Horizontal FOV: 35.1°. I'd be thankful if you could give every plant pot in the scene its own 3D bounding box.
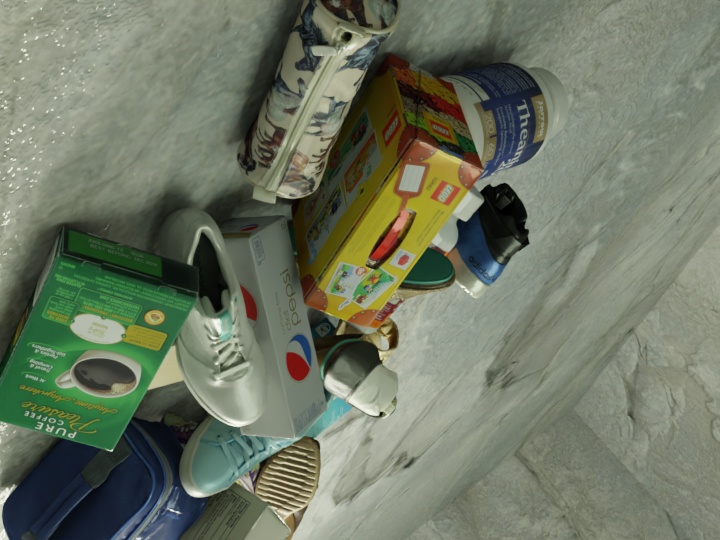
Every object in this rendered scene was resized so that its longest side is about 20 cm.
[{"bbox_3d":[-0.090,0.103,1.260,0.197,0.028,0.200,-12,-178,0],"label":"plant pot"}]

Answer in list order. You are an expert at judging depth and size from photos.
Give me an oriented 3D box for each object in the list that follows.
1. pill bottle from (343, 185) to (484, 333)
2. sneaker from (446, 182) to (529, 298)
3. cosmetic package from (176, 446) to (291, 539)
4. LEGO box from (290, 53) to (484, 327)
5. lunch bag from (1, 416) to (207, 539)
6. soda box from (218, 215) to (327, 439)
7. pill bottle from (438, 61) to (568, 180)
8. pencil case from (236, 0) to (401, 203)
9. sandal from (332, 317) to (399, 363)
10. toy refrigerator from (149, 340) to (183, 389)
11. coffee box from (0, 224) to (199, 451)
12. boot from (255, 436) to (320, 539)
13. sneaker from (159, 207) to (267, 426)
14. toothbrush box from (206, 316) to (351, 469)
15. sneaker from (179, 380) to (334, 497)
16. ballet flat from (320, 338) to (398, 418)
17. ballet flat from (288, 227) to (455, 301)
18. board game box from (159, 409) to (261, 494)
[{"bbox_3d":[0.039,-0.036,1.273,0.200,0.110,0.109,-47,160,13],"label":"pill bottle"},{"bbox_3d":[0.140,-0.060,1.334,0.111,0.076,0.201,-46,-156,15],"label":"sneaker"},{"bbox_3d":[-0.189,0.270,1.277,0.104,0.198,0.088,-52,148,-16],"label":"cosmetic package"},{"bbox_3d":[0.017,-0.075,1.070,0.076,0.150,0.201,20,124,-25],"label":"LEGO box"},{"bbox_3d":[-0.277,0.247,1.191,0.200,0.136,0.132,-47,150,4],"label":"lunch bag"},{"bbox_3d":[-0.092,0.053,1.074,0.064,0.067,0.203,-34,118,-53],"label":"soda box"},{"bbox_3d":[0.134,-0.158,1.201,0.199,0.111,0.112,-23,153,-45],"label":"pill bottle"},{"bbox_3d":[-0.038,-0.146,0.928,0.201,0.077,0.090,-60,179,41],"label":"pencil case"},{"bbox_3d":[0.015,0.075,1.384,0.077,0.069,0.215,-1,109,-33],"label":"sandal"},{"bbox_3d":[-0.166,0.058,1.113,0.070,0.076,0.199,-51,160,25],"label":"toy refrigerator"},{"bbox_3d":[-0.228,0.062,0.957,0.121,0.044,0.201,17,126,-22],"label":"coffee box"},{"bbox_3d":[-0.084,0.257,1.453,0.167,0.071,0.202,-61,173,-63],"label":"boot"},{"bbox_3d":[-0.125,0.048,0.987,0.074,0.203,0.088,-21,-166,-19],"label":"sneaker"},{"bbox_3d":[-0.094,0.175,1.489,0.199,0.085,0.147,-39,161,-15],"label":"toothbrush box"},{"bbox_3d":[-0.105,0.164,1.201,0.200,0.075,0.081,-40,-167,-38],"label":"sneaker"},{"bbox_3d":[0.010,0.121,1.214,0.068,0.068,0.200,-50,164,-4],"label":"ballet flat"},{"bbox_3d":[0.000,0.000,1.200,0.066,0.197,0.071,107,-7,-45],"label":"ballet flat"},{"bbox_3d":[-0.179,0.236,1.402,0.033,0.119,0.201,-60,168,-23],"label":"board game box"}]
